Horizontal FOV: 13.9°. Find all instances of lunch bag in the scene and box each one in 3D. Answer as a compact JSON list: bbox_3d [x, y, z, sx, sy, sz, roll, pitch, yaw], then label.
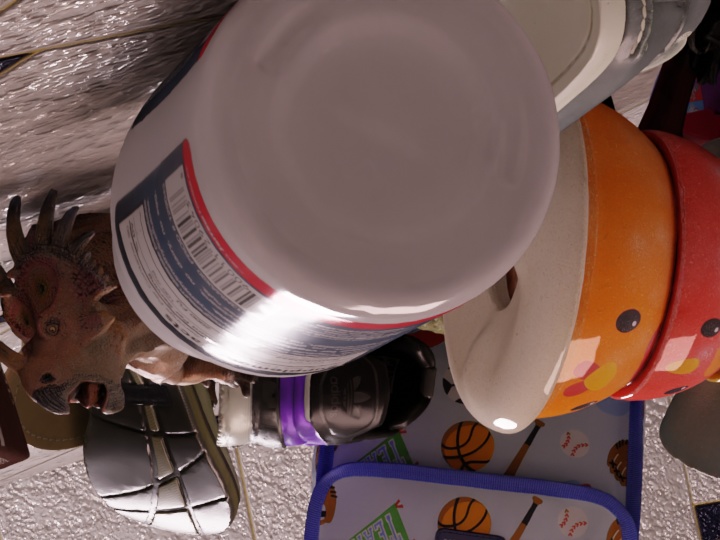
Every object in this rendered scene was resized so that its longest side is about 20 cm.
[{"bbox_3d":[0.058,0.115,1.493,0.170,0.200,0.124,6,151,4],"label":"lunch bag"}]

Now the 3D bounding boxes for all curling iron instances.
[{"bbox_3d":[0.122,-0.045,1.259,0.050,0.026,0.200,-73,-177,-59],"label":"curling iron"}]

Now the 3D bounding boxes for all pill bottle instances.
[{"bbox_3d":[-0.020,-0.027,0.999,0.120,0.120,0.200,-18,176,-19],"label":"pill bottle"}]

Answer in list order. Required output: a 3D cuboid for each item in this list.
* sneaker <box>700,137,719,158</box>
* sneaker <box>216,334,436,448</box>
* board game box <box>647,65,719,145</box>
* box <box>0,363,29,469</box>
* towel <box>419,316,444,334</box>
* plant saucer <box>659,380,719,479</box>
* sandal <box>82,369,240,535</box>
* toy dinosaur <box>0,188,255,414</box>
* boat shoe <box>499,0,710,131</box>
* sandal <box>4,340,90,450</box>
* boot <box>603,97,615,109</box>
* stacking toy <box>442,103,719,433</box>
[{"bbox_3d":[0.123,-0.001,1.386,0.080,0.070,0.200,-16,160,-19],"label":"sneaker"},{"bbox_3d":[-0.014,0.050,1.399,0.099,0.070,0.200,1,-173,2],"label":"sneaker"},{"bbox_3d":[0.169,-0.018,1.427,0.039,0.200,0.158,-12,156,-21],"label":"board game box"},{"bbox_3d":[-0.191,0.040,1.215,0.075,0.100,0.200,-19,176,-4],"label":"box"},{"bbox_3d":[0.000,0.000,1.415,0.200,0.037,0.148,13,-176,2],"label":"towel"},{"bbox_3d":[0.225,0.044,1.259,0.200,0.036,0.200,-7,-165,2],"label":"plant saucer"},{"bbox_3d":[-0.097,0.053,1.426,0.080,0.201,0.057,8,-138,22],"label":"sandal"},{"bbox_3d":[-0.113,0.007,1.255,0.135,0.086,0.200,4,-176,-23],"label":"toy dinosaur"},{"bbox_3d":[0.063,-0.072,1.115,0.062,0.073,0.200,-12,168,-29],"label":"boat shoe"},{"bbox_3d":[-0.131,0.024,1.492,0.070,0.078,0.212,19,-145,32],"label":"sandal"},{"bbox_3d":[0.043,-0.050,1.342,0.144,0.072,0.200,-16,177,8],"label":"boot"},{"bbox_3d":[0.142,-0.001,1.205,0.200,0.146,0.146,5,169,-14],"label":"stacking toy"}]
